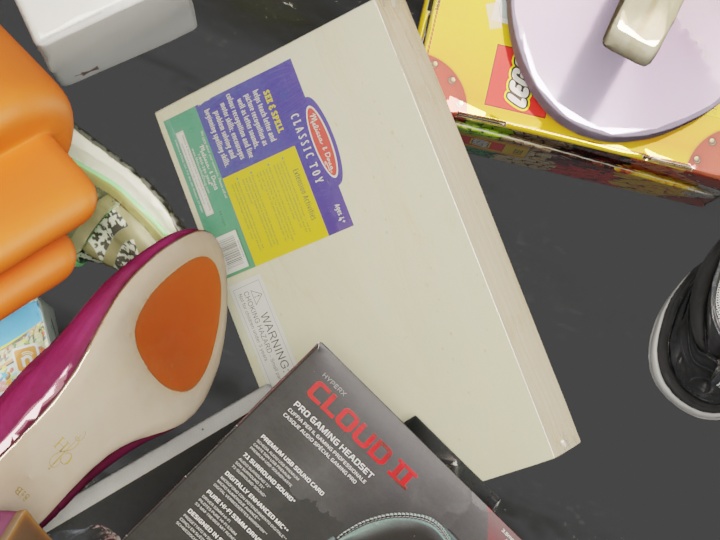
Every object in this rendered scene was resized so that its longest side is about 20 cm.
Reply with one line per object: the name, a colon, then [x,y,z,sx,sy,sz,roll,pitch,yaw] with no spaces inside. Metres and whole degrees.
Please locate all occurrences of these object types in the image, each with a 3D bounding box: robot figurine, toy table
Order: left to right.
robot figurine: [-0.191,-0.069,0.772,0.200,0.144,0.117,44,89,13]
toy table: [0.136,-0.152,0.772,0.183,0.117,0.201,16,85,0]

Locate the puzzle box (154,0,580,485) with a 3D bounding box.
puzzle box: [0.000,0.000,0.836,0.133,0.025,0.201,-21,89,37]

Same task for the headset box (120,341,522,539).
headset box: [-0.023,0.139,0.763,0.149,0.077,0.200,45,60,3]

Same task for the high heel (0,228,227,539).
high heel: [-0.127,0.056,0.769,0.200,0.096,0.068,-56,129,-40]

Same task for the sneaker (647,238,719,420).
sneaker: [0.201,-0.023,0.841,0.075,0.114,0.201,36,85,1]

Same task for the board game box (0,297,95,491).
board game box: [-0.180,0.128,0.846,0.147,0.064,0.201,-15,86,-3]

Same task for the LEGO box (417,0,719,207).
LEGO box: [0.108,-0.144,0.867,0.148,0.077,0.201,13,85,0]

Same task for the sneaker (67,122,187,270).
sneaker: [-0.147,-0.025,0.857,0.200,0.077,0.089,37,86,10]

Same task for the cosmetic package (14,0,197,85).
cosmetic package: [-0.143,-0.190,0.854,0.071,0.101,0.201,-24,87,-4]

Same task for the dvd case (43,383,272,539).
dvd case: [-0.075,0.153,0.795,0.199,0.025,0.151,-30,79,-30]
